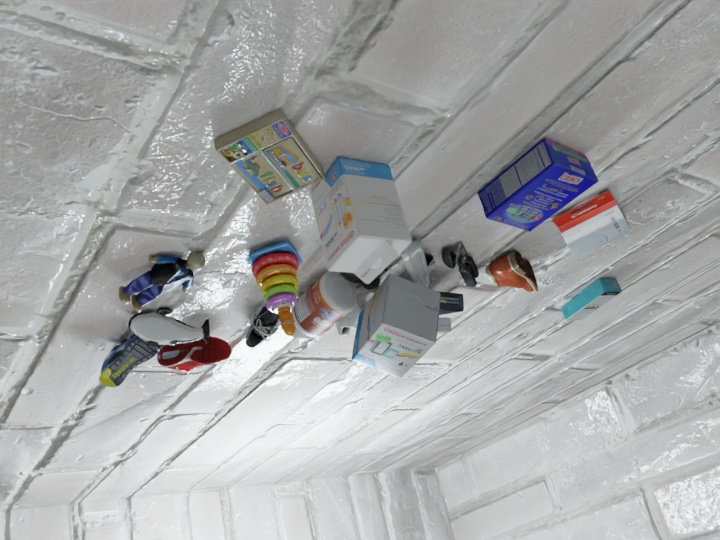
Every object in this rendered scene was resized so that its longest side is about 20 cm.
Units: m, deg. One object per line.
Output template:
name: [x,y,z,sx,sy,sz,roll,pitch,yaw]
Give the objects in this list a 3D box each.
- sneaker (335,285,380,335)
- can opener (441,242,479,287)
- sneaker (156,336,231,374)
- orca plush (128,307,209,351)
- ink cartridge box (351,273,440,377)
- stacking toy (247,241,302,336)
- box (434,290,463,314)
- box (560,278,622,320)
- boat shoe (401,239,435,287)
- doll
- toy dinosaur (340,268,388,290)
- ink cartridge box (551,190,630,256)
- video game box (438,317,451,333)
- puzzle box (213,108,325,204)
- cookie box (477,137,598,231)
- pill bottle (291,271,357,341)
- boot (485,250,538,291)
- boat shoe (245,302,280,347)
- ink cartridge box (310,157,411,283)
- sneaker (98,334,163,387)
sneaker: [-0.004,0.105,1.801,0.069,0.082,0.200,8,143,-35]
can opener: [0.261,-0.016,1.766,0.066,0.054,0.200,11,162,23]
sneaker: [-0.439,0.230,1.829,0.195,0.080,0.116,-2,161,0]
orca plush: [-0.468,0.131,1.648,0.196,0.071,0.108,-5,107,-28]
ink cartridge box: [0.087,0.138,1.657,0.144,0.148,0.201,20,142,-12]
stacking toy: [-0.173,0.051,1.474,0.108,0.204,0.116,-18,154,6]
box: [0.158,0.094,1.828,0.155,0.052,0.198,7,165,-36]
box: [0.754,0.097,2.216,0.081,0.050,0.201,0,149,-28]
boat shoe: [0.151,-0.019,1.673,0.067,0.073,0.201,-21,143,11]
doll: [-0.415,0.017,1.450,0.197,0.049,0.137,-30,141,12]
toy dinosaur: [0.000,0.000,1.610,0.198,0.078,0.102,9,133,-46]
ink cartridge box: [0.594,-0.117,1.735,0.158,0.048,0.199,-28,153,23]
video game box: [0.137,0.170,1.968,0.179,0.048,0.199,0,169,-31]
puzzle box: [-0.157,-0.198,1.213,0.131,0.026,0.200,-22,152,11]
cookie box: [0.385,-0.182,1.474,0.169,0.077,0.199,10,144,-40]
pill bottle: [-0.103,0.096,1.692,0.110,0.114,0.200,8,145,-37]
boot: [0.423,0.016,1.876,0.106,0.076,0.199,-26,143,27]
boat shoe: [-0.245,0.138,1.724,0.073,0.069,0.199,38,138,-13]
ink cartridge box: [0.001,-0.091,1.301,0.123,0.204,0.129,4,148,-33]
sneaker: [-0.576,0.202,1.697,0.199,0.083,0.074,-37,122,4]
